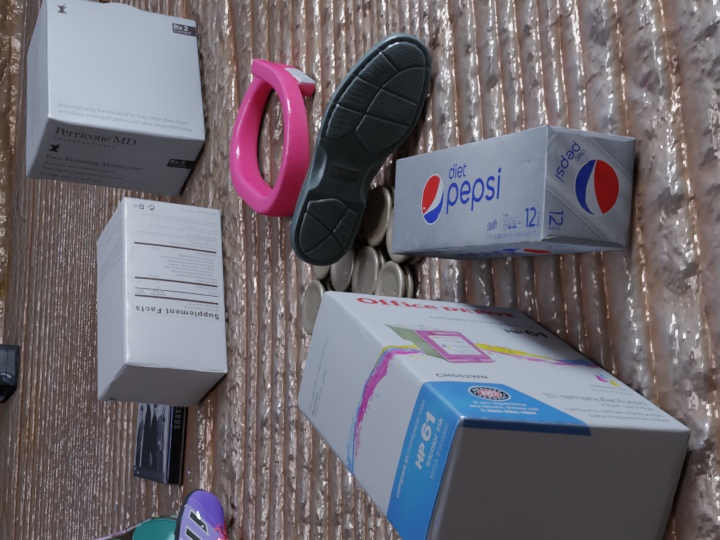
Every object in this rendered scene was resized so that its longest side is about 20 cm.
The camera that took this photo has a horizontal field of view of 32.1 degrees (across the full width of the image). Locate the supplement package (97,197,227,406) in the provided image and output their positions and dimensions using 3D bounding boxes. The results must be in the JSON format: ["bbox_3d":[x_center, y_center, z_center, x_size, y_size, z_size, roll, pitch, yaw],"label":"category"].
[{"bbox_3d":[-0.227,0.039,1.419,0.121,0.119,0.202,-43,47,54],"label":"supplement package"}]

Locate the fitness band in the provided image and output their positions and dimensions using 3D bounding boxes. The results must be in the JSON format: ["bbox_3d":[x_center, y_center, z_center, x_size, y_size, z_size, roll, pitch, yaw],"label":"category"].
[{"bbox_3d":[-0.091,-0.134,1.257,0.200,0.037,0.145,-137,57,-62],"label":"fitness band"}]

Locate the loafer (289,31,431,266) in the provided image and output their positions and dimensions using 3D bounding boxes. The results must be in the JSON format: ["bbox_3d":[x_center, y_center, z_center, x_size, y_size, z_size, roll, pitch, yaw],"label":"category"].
[{"bbox_3d":[-0.009,-0.103,1.006,0.201,0.071,0.063,-64,20,17],"label":"loafer"}]

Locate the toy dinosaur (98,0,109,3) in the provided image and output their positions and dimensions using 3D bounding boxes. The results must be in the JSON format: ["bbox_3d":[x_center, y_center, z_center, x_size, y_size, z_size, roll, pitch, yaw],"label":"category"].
[{"bbox_3d":[-0.421,-0.344,1.993,0.136,0.101,0.202,156,97,-81],"label":"toy dinosaur"}]

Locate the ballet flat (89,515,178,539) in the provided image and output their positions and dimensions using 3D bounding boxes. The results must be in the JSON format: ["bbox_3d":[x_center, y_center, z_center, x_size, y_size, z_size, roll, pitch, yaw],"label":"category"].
[{"bbox_3d":[-0.251,0.328,1.435,0.199,0.071,0.070,-19,58,24],"label":"ballet flat"}]

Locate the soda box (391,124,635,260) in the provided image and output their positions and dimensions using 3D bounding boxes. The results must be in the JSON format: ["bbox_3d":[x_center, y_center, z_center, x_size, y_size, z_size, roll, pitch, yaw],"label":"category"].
[{"bbox_3d":[0.090,-0.044,0.794,0.200,0.063,0.069,175,99,-66],"label":"soda box"}]

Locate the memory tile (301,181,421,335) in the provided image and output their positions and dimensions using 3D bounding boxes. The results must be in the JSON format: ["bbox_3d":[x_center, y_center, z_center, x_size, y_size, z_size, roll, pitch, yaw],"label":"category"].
[{"bbox_3d":[0.000,0.000,1.044,0.200,0.017,0.155,-148,67,-65],"label":"memory tile"}]

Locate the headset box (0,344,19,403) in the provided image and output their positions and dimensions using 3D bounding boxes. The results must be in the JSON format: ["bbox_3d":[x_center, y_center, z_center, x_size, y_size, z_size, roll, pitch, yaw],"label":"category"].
[{"bbox_3d":[-0.845,0.216,2.670,0.174,0.198,0.094,145,127,-58],"label":"headset box"}]

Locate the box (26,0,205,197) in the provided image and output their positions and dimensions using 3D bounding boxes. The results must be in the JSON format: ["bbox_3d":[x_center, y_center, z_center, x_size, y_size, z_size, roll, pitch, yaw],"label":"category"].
[{"bbox_3d":[-0.311,-0.218,1.571,0.131,0.197,0.202,127,142,-50],"label":"box"}]

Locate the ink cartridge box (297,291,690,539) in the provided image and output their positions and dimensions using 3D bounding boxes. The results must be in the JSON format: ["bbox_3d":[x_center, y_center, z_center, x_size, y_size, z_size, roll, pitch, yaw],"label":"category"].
[{"bbox_3d":[0.066,0.084,0.717,0.200,0.143,0.085,-143,62,-62],"label":"ink cartridge box"}]

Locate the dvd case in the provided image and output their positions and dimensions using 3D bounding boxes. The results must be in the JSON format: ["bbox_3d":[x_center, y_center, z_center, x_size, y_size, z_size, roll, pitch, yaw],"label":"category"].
[{"bbox_3d":[-0.247,0.159,1.551,0.150,0.025,0.202,169,106,-65],"label":"dvd case"}]

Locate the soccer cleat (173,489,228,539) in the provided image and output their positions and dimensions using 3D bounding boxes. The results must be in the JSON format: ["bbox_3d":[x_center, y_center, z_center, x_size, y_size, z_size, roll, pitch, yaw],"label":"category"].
[{"bbox_3d":[-0.142,0.310,1.249,0.073,0.068,0.202,-29,50,33],"label":"soccer cleat"}]
